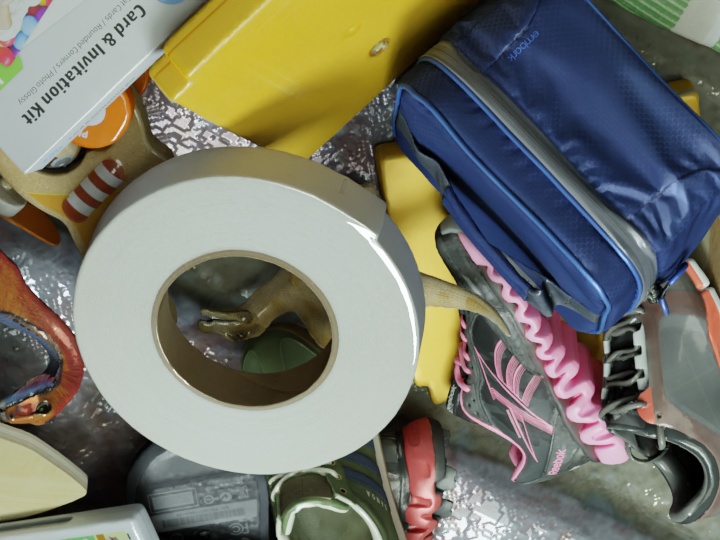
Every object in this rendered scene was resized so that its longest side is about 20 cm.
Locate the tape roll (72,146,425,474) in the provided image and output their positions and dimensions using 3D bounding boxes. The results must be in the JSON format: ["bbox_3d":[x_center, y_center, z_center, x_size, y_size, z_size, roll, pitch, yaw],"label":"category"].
[{"bbox_3d":[-0.062,0.025,1.544,0.202,0.037,0.204,4,123,7],"label":"tape roll"}]

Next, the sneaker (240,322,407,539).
[{"bbox_3d":[-0.023,0.125,1.629,0.067,0.090,0.201,-24,85,14],"label":"sneaker"}]

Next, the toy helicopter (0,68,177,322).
[{"bbox_3d":[-0.164,-0.035,1.576,0.132,0.079,0.201,-15,113,12],"label":"toy helicopter"}]

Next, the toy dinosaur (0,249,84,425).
[{"bbox_3d":[-0.224,0.004,1.522,0.181,0.105,0.200,28,141,-7],"label":"toy dinosaur"}]

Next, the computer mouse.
[{"bbox_3d":[-0.102,0.166,1.710,0.138,0.053,0.201,-5,125,-4],"label":"computer mouse"}]

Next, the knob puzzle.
[{"bbox_3d":[-0.258,0.107,1.601,0.218,0.031,0.220,2,155,1],"label":"knob puzzle"}]

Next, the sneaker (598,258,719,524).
[{"bbox_3d":[0.175,0.060,1.628,0.082,0.077,0.201,-29,91,-29],"label":"sneaker"}]

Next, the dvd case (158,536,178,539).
[{"bbox_3d":[-0.104,0.250,1.722,0.142,0.018,0.201,12,127,-12],"label":"dvd case"}]

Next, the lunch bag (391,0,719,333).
[{"bbox_3d":[0.113,-0.055,1.551,0.132,0.136,0.200,-42,80,-7],"label":"lunch bag"}]

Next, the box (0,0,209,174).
[{"bbox_3d":[-0.189,-0.177,1.475,0.156,0.041,0.200,-42,91,10],"label":"box"}]

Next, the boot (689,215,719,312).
[{"bbox_3d":[0.267,0.007,1.679,0.143,0.071,0.202,-17,125,-17],"label":"boot"}]

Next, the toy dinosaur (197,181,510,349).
[{"bbox_3d":[0.000,0.000,1.622,0.199,0.058,0.102,-4,96,23],"label":"toy dinosaur"}]

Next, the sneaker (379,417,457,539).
[{"bbox_3d":[0.004,0.182,1.729,0.097,0.071,0.201,1,119,-6],"label":"sneaker"}]

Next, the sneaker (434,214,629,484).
[{"bbox_3d":[0.085,0.054,1.657,0.095,0.079,0.200,-24,117,18],"label":"sneaker"}]

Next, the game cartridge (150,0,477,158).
[{"bbox_3d":[-0.014,-0.143,1.505,0.176,0.032,0.200,-42,160,9],"label":"game cartridge"}]

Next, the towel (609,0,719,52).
[{"bbox_3d":[0.236,-0.200,1.619,0.199,0.023,0.153,20,111,-22],"label":"towel"}]

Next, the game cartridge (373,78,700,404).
[{"bbox_3d":[0.117,-0.016,1.680,0.199,0.032,0.177,-11,118,-4],"label":"game cartridge"}]

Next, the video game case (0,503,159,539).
[{"bbox_3d":[-0.177,0.239,1.688,0.181,0.022,0.201,-10,116,25],"label":"video game case"}]
